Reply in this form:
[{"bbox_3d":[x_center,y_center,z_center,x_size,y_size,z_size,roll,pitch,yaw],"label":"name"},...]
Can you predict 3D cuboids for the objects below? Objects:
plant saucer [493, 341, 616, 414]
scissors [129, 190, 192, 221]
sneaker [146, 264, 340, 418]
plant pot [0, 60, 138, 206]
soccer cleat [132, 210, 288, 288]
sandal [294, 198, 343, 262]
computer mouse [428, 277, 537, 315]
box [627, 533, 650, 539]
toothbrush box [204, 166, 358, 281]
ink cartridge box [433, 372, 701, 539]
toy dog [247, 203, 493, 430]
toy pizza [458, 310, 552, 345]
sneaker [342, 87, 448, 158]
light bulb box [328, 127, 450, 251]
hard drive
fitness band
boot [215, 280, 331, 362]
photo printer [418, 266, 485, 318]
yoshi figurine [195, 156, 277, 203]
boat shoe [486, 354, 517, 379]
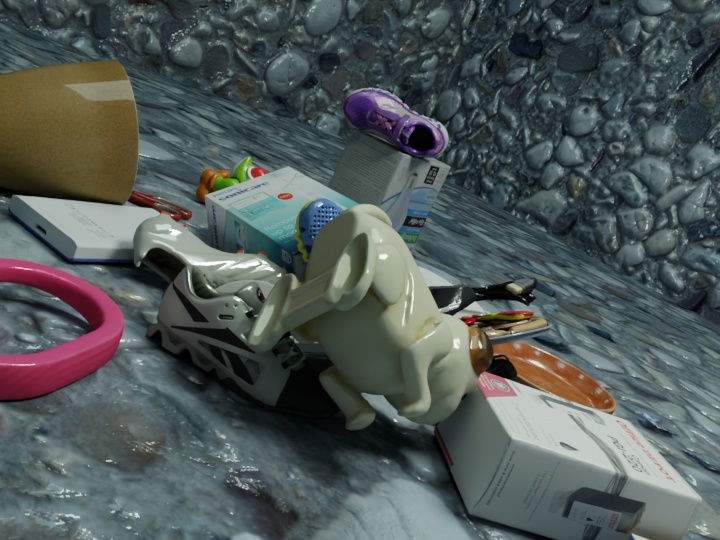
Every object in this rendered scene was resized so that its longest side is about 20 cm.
[{"bbox_3d":[0.250,0.149,1.049,0.199,0.032,0.200,23,14,-6],"label":"plant saucer"},{"bbox_3d":[-0.344,-0.113,1.118,0.199,0.014,0.073,22,16,-3],"label":"scissors"},{"bbox_3d":[-0.097,0.062,0.699,0.199,0.089,0.074,27,13,8],"label":"sneaker"},{"bbox_3d":[-0.401,-0.170,0.940,0.199,0.187,0.186,-5,28,-35],"label":"plant pot"},{"bbox_3d":[-0.165,0.005,0.870,0.199,0.069,0.078,25,42,-22],"label":"soccer cleat"},{"bbox_3d":[0.000,0.000,0.895,0.200,0.079,0.087,54,-25,-19],"label":"sandal"},{"bbox_3d":[0.106,0.038,0.833,0.140,0.046,0.199,-8,-5,41],"label":"computer mouse"},{"bbox_3d":[0.295,0.281,0.607,0.199,0.042,0.119,23,13,-10],"label":"box"},{"bbox_3d":[-0.091,-0.051,1.014,0.146,0.086,0.200,-24,39,-34],"label":"toothbrush box"},{"bbox_3d":[0.186,0.181,0.715,0.199,0.085,0.146,22,14,-14],"label":"ink cartridge box"},{"bbox_3d":[0.024,0.056,0.686,0.200,0.139,0.194,45,30,-24],"label":"toy dog"},{"bbox_3d":[0.126,0.070,0.909,0.199,0.032,0.200,-9,-2,0],"label":"toy pizza"},{"bbox_3d":[0.062,-0.253,1.335,0.199,0.081,0.089,24,22,-5],"label":"sneaker"},{"bbox_3d":[0.041,-0.141,1.448,0.125,0.201,0.198,32,17,28],"label":"light bulb box"},{"bbox_3d":[-0.292,-0.046,0.912,0.132,0.025,0.200,31,16,29],"label":"hard drive"},{"bbox_3d":[-0.273,0.040,0.598,0.143,0.038,0.200,26,15,8],"label":"fitness band"},{"bbox_3d":[-0.061,0.067,0.808,0.199,0.073,0.090,10,-25,10],"label":"boot"},{"bbox_3d":[0.074,0.043,1.081,0.199,0.070,0.166,10,19,-42],"label":"photo printer"},{"bbox_3d":[-0.166,-0.106,1.265,0.199,0.113,0.112,13,-31,19],"label":"yoshi figurine"},{"bbox_3d":[0.160,0.131,0.882,0.200,0.069,0.084,30,17,39],"label":"boat shoe"}]
